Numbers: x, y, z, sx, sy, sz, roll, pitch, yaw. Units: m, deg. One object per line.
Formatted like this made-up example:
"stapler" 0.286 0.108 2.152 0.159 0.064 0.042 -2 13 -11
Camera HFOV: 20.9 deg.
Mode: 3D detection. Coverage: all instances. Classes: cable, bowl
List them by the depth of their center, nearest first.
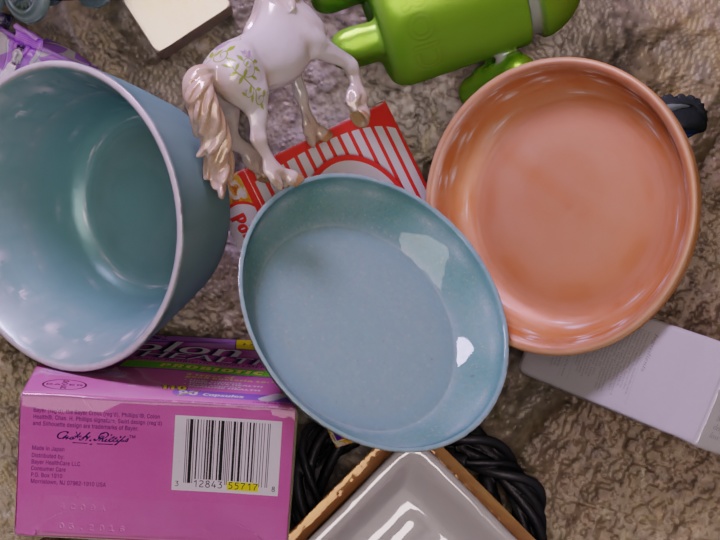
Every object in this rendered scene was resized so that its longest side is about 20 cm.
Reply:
"bowl" -0.165 -0.040 1.299 0.201 0.105 0.201 5 100 32
"cable" 0.040 0.175 1.414 0.200 0.051 0.163 45 90 -3

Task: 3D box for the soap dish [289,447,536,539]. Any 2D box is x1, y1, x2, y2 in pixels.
"soap dish" 0.044 0.221 1.356 0.157 0.081 0.200 -45 97 -5

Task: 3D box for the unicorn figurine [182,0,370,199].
"unicorn figurine" -0.057 -0.138 1.292 0.074 0.200 0.138 -19 109 27

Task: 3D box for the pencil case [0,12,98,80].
"pencil case" -0.252 -0.074 1.372 0.084 0.085 0.200 21 92 7

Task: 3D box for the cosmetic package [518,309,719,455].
"cosmetic package" 0.210 0.075 1.333 0.102 0.200 0.074 21 92 -31

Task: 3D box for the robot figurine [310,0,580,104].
"robot figurine" 0.067 -0.201 1.366 0.200 0.116 0.176 -20 88 -2

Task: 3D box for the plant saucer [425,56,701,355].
"plant saucer" 0.139 -0.043 1.322 0.200 0.037 0.201 -1 88 31

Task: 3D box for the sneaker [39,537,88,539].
"sneaker" -0.249 0.267 1.394 0.200 0.071 0.113 -30 90 7

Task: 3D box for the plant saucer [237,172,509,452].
"plant saucer" 0.004 0.032 1.281 0.200 0.036 0.200 15 56 -24

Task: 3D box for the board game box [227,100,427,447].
"board game box" 0.000 0.000 1.365 0.151 0.046 0.200 -31 95 -42

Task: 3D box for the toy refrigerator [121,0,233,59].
"toy refrigerator" -0.167 -0.252 1.373 0.070 0.076 0.200 -33 93 -1

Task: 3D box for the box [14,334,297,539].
"box" -0.132 0.110 1.325 0.176 0.200 0.097 4 99 -2

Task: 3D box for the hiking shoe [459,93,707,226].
"hiking shoe" 0.165 -0.054 1.397 0.200 0.074 0.087 -28 82 9

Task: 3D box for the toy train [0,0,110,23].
"toy train" -0.240 -0.231 1.326 0.085 0.200 0.114 -21 112 -44
